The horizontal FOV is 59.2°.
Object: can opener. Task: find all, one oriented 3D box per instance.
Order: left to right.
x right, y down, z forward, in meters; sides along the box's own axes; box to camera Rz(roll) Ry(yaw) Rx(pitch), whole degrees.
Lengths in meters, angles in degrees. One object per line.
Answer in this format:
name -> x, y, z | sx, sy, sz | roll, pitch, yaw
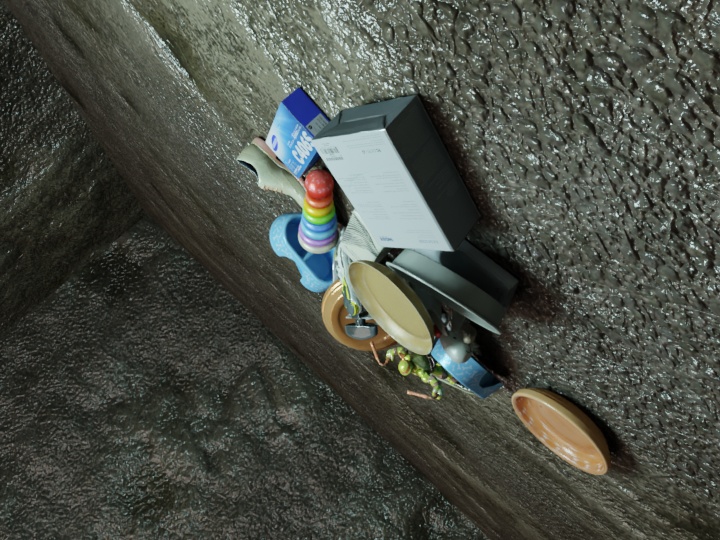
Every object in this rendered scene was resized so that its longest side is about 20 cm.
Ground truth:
can opener -> 0.055, 0.098, 1.217 | 0.199, 0.053, 0.067 | -4, 101, 41

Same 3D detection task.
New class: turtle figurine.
turtle figurine -> 0.123, 0.188, 1.283 | 0.161, 0.065, 0.200 | 6, -160, -43

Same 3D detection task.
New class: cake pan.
cake pan -> 0.131, 0.028, 0.941 | 0.200, 0.037, 0.200 | 32, 179, 1

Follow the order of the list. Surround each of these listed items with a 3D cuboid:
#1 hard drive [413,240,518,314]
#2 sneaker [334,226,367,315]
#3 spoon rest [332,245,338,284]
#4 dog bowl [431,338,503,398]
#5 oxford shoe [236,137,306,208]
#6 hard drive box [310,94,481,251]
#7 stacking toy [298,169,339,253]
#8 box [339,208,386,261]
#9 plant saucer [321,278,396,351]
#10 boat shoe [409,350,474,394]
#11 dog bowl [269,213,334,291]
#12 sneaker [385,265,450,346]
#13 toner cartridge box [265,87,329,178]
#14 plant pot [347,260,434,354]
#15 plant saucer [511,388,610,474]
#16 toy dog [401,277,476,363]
hard drive -> 0.155, -0.010, 1.009 | 0.200, 0.027, 0.132 | 40, 162, 20
sneaker -> 0.000, 0.000, 1.250 | 0.075, 0.084, 0.201 | 111, 154, -55
spoon rest -> -0.038, 0.037, 1.381 | 0.099, 0.060, 0.201 | -34, -62, -72
dog bowl -> 0.201, 0.185, 1.206 | 0.111, 0.050, 0.200 | 44, -177, 39
oxford shoe -> -0.171, -0.182, 1.312 | 0.200, 0.074, 0.071 | 44, 163, 7
hard drive box -> 0.049, -0.126, 0.869 | 0.155, 0.077, 0.200 | 7, 139, 49
stacking toy -> -0.082, -0.118, 1.230 | 0.085, 0.085, 0.200 | 40, 155, 19
box -> 0.022, -0.067, 1.122 | 0.082, 0.068, 0.200 | 45, 163, 5
plant saucer -> 0.016, 0.093, 1.323 | 0.200, 0.199, 0.038 | 53, -159, -24
boat shoe -> 0.191, 0.216, 1.383 | 0.200, 0.072, 0.076 | 35, 176, 38
dog bowl -> -0.113, -0.044, 1.420 | 0.200, 0.112, 0.049 | 51, 148, -16
sneaker -> 0.104, 0.074, 1.237 | 0.200, 0.080, 0.074 | 52, 164, -14
toner cartridge box -> -0.107, -0.232, 1.099 | 0.095, 0.043, 0.200 | 49, 163, -4
plant pot -> 0.056, 0.057, 1.069 | 0.200, 0.027, 0.200 | 43, 160, 19
plant saucer -> 0.363, 0.281, 1.137 | 0.200, 0.037, 0.200 | 42, 163, 16
toy dog -> 0.136, 0.055, 1.098 | 0.200, 0.132, 0.097 | 39, 124, 8
